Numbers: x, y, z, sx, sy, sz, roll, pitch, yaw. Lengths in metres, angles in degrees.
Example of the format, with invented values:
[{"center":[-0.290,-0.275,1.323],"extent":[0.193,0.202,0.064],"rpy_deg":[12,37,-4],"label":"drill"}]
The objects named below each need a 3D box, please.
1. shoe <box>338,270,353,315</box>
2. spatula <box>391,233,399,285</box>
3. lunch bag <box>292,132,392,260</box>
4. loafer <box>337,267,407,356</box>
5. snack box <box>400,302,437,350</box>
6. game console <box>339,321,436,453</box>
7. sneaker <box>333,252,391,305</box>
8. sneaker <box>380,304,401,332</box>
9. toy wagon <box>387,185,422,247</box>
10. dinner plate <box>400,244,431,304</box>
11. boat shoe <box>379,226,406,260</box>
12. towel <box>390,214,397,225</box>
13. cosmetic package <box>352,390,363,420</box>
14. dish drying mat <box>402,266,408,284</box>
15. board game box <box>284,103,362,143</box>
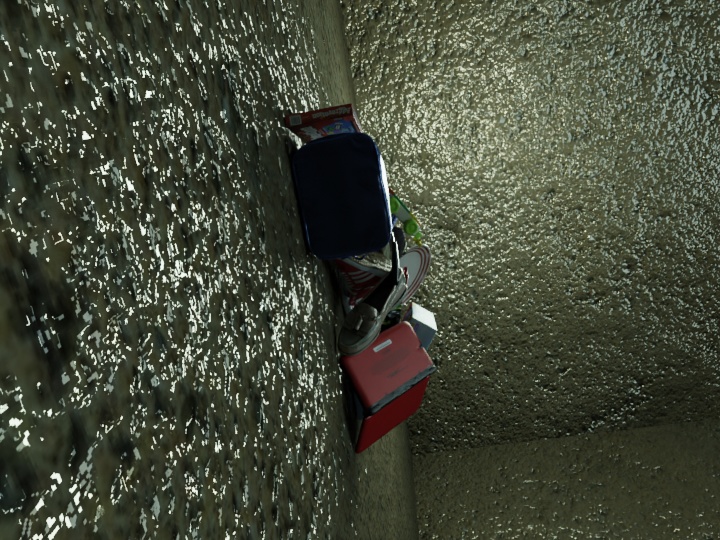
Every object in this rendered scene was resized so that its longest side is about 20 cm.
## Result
[{"center":[0.000,0.000,1.125],"extent":[0.072,0.089,0.204],"rpy_deg":[58,25,-77],"label":"shoe"},{"center":[0.057,-0.067,0.990],"extent":[0.057,0.020,0.203],"rpy_deg":[72,9,-69],"label":"spatula"},{"center":[-0.021,-0.112,0.817],"extent":[0.132,0.133,0.204],"rpy_deg":[-76,158,-76],"label":"lunch bag"},{"center":[0.020,0.069,0.965],"extent":[0.200,0.071,0.063],"rpy_deg":[-47,149,-33],"label":"loafer"},{"center":[0.107,0.174,1.181],"extent":[0.171,0.067,0.200],"rpy_deg":[-63,179,7],"label":"snack box"},{"center":[0.043,0.224,1.013],"extent":[0.119,0.198,0.174],"rpy_deg":[-41,-104,46],"label":"game console"},{"center":[-0.025,0.005,1.002],"extent":[0.199,0.112,0.072],"rpy_deg":[23,33,-47],"label":"sneaker"},{"center":[0.063,0.087,1.166],"extent":[0.083,0.069,0.202],"rpy_deg":[-82,171,-48],"label":"sneaker"},{"center":[0.083,-0.131,1.149],"extent":[0.200,0.040,0.156],"rpy_deg":[44,8,-30],"label":"toy wagon"},{"center":[0.104,0.017,1.294],"extent":[0.024,0.200,0.201],"rpy_deg":[38,-21,31],"label":"dinner plate"},{"center":[0.071,-0.052,1.134],"extent":[0.200,0.064,0.073],"rpy_deg":[61,16,-78],"label":"boat shoe"},{"center":[0.046,-0.080,1.390],"extent":[0.146,0.024,0.200],"rpy_deg":[-63,-174,-30],"label":"towel"},{"center":[0.010,0.206,1.133],"extent":[0.200,0.051,0.153],"rpy_deg":[-79,159,-74],"label":"cosmetic package"},{"center":[0.090,0.093,1.273],"extent":[0.077,0.018,0.202],"rpy_deg":[-78,-179,-54],"label":"dish drying mat"},{"center":[-0.053,-0.235,0.846],"extent":[0.200,0.101,0.020],"rpy_deg":[-52,134,-82],"label":"board game box"}]
